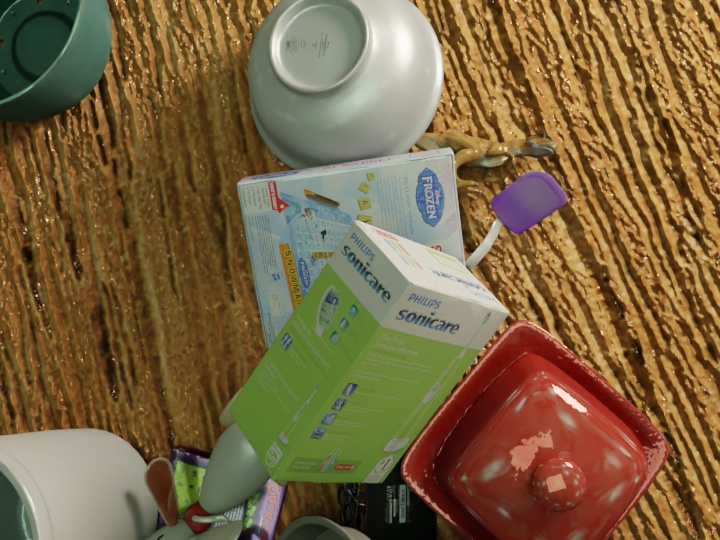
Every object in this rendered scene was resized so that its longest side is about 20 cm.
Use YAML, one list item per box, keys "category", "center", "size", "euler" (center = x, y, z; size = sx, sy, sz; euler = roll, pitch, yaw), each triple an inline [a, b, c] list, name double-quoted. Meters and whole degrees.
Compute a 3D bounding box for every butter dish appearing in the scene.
- category: "butter dish"
  center: [0.163, 0.177, 0.759]
  size: [0.199, 0.148, 0.201]
  euler: [40, 90, 2]

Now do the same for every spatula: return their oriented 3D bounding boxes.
- category: "spatula"
  center: [0.112, -0.018, 0.830]
  size: [0.200, 0.021, 0.056]
  euler: [-45, 121, 5]

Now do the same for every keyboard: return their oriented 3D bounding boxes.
- category: "keyboard"
  center: [0.022, 0.223, 0.832]
  size: [0.103, 0.040, 0.203]
  euler: [2, 86, -20]

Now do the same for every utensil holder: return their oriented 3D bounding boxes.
- category: "utensil holder"
  center: [-0.293, 0.225, 0.749]
  size: [0.168, 0.200, 0.172]
  euler: [-1, 84, 13]

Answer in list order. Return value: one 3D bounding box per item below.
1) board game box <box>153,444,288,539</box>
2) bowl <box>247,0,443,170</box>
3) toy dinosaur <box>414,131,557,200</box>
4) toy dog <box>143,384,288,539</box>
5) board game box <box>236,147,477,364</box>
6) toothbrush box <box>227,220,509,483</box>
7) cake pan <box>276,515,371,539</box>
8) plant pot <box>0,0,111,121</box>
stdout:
- category: "board game box"
  center: [-0.150, 0.284, 0.835]
  size: [0.119, 0.032, 0.203]
  euler: [15, 88, 7]
- category: "bowl"
  center: [-0.026, -0.194, 0.799]
  size: [0.198, 0.090, 0.204]
  euler: [-3, 77, 14]
- category: "toy dinosaur"
  center: [0.087, -0.115, 0.836]
  size: [0.197, 0.061, 0.107]
  euler: [12, 62, 1]
- category: "toy dog"
  center: [-0.125, 0.195, 0.772]
  size: [0.130, 0.096, 0.202]
  euler: [19, 74, 7]
- category: "board game box"
  center: [0.000, 0.000, 0.801]
  size: [0.197, 0.041, 0.203]
  euler: [-7, 106, 5]
- category: "toothbrush box"
  center: [0.008, 0.077, 0.720]
  size: [0.201, 0.145, 0.086]
  euler: [-55, 51, 17]
- category: "cake pan"
  center: [-0.020, 0.319, 0.763]
  size: [0.036, 0.199, 0.203]
  euler: [1, 86, -38]
- category: "plant pot"
  center: [-0.327, -0.231, 0.806]
  size: [0.198, 0.161, 0.204]
  euler: [0, 87, 3]
